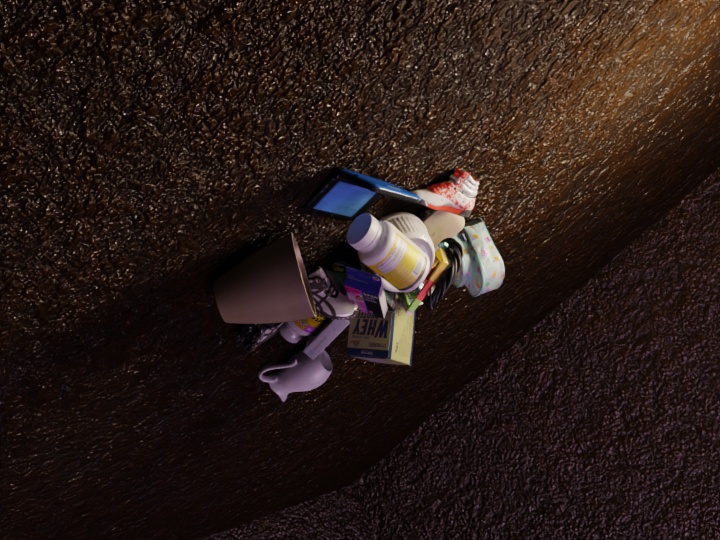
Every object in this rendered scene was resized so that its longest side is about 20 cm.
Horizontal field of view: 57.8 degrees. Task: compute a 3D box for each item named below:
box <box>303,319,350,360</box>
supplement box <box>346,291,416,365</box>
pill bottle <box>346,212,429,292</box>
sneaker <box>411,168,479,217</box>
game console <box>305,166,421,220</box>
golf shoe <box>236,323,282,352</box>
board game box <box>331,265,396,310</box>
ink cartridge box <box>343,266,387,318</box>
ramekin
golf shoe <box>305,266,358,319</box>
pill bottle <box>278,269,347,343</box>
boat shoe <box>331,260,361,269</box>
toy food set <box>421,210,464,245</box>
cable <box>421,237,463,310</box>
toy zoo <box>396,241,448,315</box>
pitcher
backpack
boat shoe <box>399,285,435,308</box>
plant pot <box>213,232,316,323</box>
[{"bbox_3d":[-0.078,0.130,1.762,0.156,0.041,0.201,-46,-166,24],"label":"box"},{"bbox_3d":[0.066,0.163,1.905,0.131,0.206,0.199,1,168,24],"label":"supplement box"},{"bbox_3d":[0.062,-0.044,1.515,0.111,0.112,0.199,-41,124,18],"label":"pill bottle"},{"bbox_3d":[0.212,-0.207,1.641,0.197,0.067,0.111,10,106,-31],"label":"sneaker"},{"bbox_3d":[0.009,-0.145,1.432,0.198,0.169,0.121,5,110,-54],"label":"game console"},{"bbox_3d":[-0.235,0.124,1.675,0.199,0.078,0.094,-41,172,18],"label":"golf shoe"},{"bbox_3d":[0.011,0.047,1.669,0.200,0.102,0.024,51,55,-52],"label":"board game box"},{"bbox_3d":[0.013,0.057,1.615,0.201,0.092,0.038,77,33,-62],"label":"ink cartridge box"},{"bbox_3d":[0.100,-0.038,1.667,0.197,0.095,0.207,-13,126,-18],"label":"ramekin"},{"bbox_3d":[-0.090,0.048,1.563,0.078,0.195,0.096,-67,178,-63],"label":"golf shoe"},{"bbox_3d":[-0.129,0.098,1.700,0.200,0.105,0.103,-46,153,24],"label":"pill bottle"},{"bbox_3d":[0.000,0.000,1.747,0.200,0.070,0.093,39,73,-48],"label":"boat shoe"},{"bbox_3d":[0.183,-0.118,1.776,0.199,0.061,0.143,-39,144,6],"label":"toy food set"},{"bbox_3d":[0.213,0.013,1.728,0.050,0.204,0.162,30,144,-21],"label":"cable"},{"bbox_3d":[0.169,0.008,1.735,0.020,0.132,0.202,29,106,-21],"label":"toy zoo"},{"bbox_3d":[-0.199,0.308,1.996,0.197,0.124,0.171,-29,142,17],"label":"pitcher"},{"bbox_3d":[0.336,-0.027,1.939,0.150,0.202,0.177,-23,155,-20],"label":"backpack"},{"bbox_3d":[0.162,0.064,1.875,0.070,0.064,0.199,-10,-177,28],"label":"boat shoe"},{"bbox_3d":[-0.215,0.039,1.431,0.195,0.192,0.188,-17,154,-2],"label":"plant pot"}]
